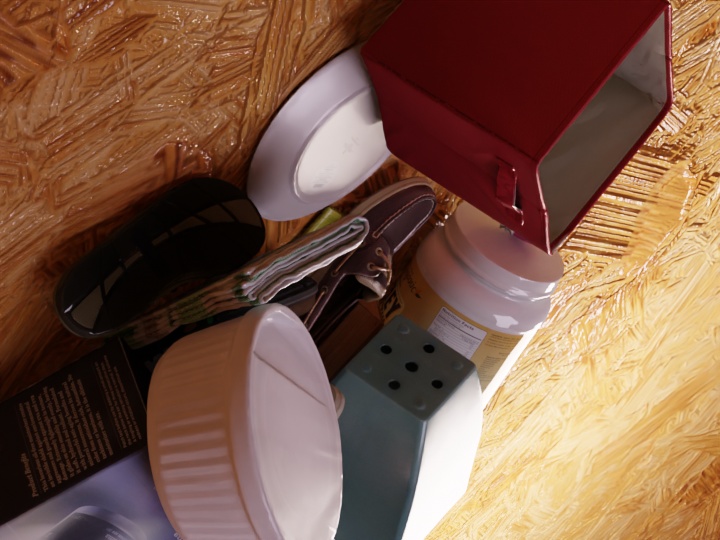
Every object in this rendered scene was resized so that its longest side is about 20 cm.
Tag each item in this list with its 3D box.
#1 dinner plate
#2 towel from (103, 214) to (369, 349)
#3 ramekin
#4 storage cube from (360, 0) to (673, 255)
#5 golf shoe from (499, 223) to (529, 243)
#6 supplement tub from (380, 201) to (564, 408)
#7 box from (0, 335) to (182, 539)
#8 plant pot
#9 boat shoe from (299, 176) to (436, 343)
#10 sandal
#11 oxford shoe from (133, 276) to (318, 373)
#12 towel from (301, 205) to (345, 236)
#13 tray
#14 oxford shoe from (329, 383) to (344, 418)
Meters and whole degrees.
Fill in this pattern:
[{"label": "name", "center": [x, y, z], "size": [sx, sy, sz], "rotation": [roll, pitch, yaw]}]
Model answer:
[{"label": "dinner plate", "center": [-0.012, -0.113, 1.694], "size": [0.200, 0.024, 0.200], "rotation": [-34, 154, -19]}, {"label": "towel", "center": [-0.099, 0.015, 1.618], "size": [0.149, 0.031, 0.200], "rotation": [-28, -176, -43]}, {"label": "ramekin", "center": [-0.091, 0.131, 1.551], "size": [0.094, 0.203, 0.202], "rotation": [-10, 163, 18]}, {"label": "storage cube", "center": [0.131, -0.155, 1.627], "size": [0.200, 0.180, 0.171], "rotation": [-51, 158, -14]}, {"label": "golf shoe", "center": [0.153, -0.108, 1.861], "size": [0.092, 0.075, 0.200], "rotation": [-47, 142, -24]}, {"label": "supplement tub", "center": [0.097, 0.045, 1.966], "size": [0.144, 0.144, 0.200], "rotation": [-9, 138, -51]}, {"label": "box", "center": [-0.223, 0.189, 1.629], "size": [0.198, 0.123, 0.200], "rotation": [-29, 140, 4]}, {"label": "plant pot", "center": [0.026, 0.147, 1.847], "size": [0.141, 0.141, 0.200], "rotation": [-44, 160, -38]}, {"label": "boat shoe", "center": [0.000, 0.000, 1.797], "size": [0.200, 0.072, 0.072], "rotation": [-39, 150, -9]}, {"label": "sandal", "center": [-0.163, -0.012, 1.582], "size": [0.201, 0.080, 0.057], "rotation": [-29, -177, -31]}, {"label": "oxford shoe", "center": [-0.119, 0.068, 1.728], "size": [0.200, 0.073, 0.085], "rotation": [-29, 113, -17]}, {"label": "towel", "center": [-0.076, 0.027, 1.825], "size": [0.200, 0.018, 0.086], "rotation": [-48, 156, 7]}, {"label": "tray", "center": [-0.058, 0.102, 1.887], "size": [0.200, 0.037, 0.099], "rotation": [-49, -168, 9]}, {"label": "oxford shoe", "center": [-0.060, 0.148, 1.763], "size": [0.075, 0.058, 0.200], "rotation": [-51, -170, -33]}]
